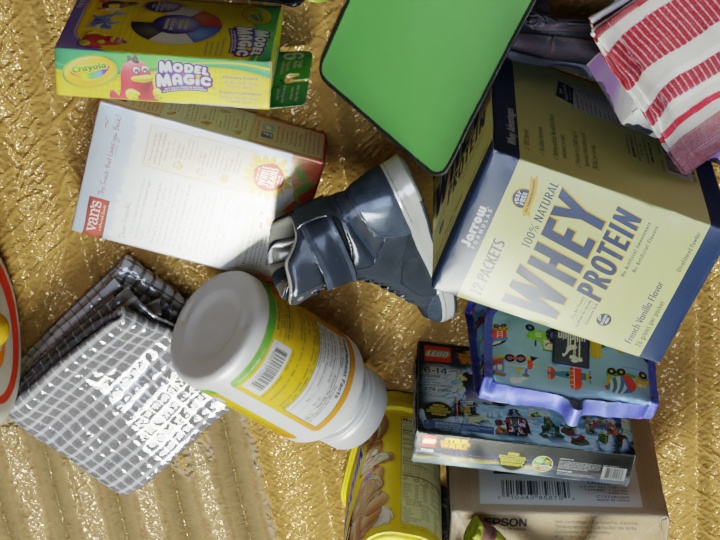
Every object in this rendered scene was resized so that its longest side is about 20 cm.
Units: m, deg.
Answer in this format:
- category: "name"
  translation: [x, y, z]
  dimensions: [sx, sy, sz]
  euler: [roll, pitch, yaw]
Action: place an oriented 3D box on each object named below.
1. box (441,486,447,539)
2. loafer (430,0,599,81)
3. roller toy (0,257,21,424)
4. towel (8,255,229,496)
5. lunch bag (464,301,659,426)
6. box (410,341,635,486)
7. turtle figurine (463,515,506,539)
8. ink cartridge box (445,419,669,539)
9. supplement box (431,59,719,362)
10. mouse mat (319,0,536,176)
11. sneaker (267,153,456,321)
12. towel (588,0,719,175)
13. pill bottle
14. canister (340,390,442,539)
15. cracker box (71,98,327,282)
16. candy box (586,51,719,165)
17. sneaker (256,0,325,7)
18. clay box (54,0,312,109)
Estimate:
- category: "box"
  translation: [0.118, 0.301, 1.534]
  dimensions: [0.110, 0.200, 0.035]
  euler: [21, 121, -10]
- category: "loafer"
  translation: [0.157, -0.199, 1.301]
  dimensions: [0.199, 0.072, 0.063]
  euler: [13, 103, -10]
- category: "roller toy"
  translation: [-0.382, 0.060, 1.408]
  dimensions: [0.139, 0.200, 0.183]
  euler: [-7, 108, 6]
- category: "towel"
  translation: [-0.221, 0.108, 1.493]
  dimensions: [0.165, 0.086, 0.200]
  euler: [40, 116, -21]
- category: "lunch bag"
  translation: [0.175, 0.070, 1.383]
  dimensions: [0.150, 0.200, 0.094]
  euler: [9, 123, -4]
- category: "box"
  translation: [0.148, 0.130, 1.461]
  dimensions: [0.199, 0.137, 0.040]
  euler: [6, 123, -2]
- category: "turtle figurine"
  translation: [0.161, 0.277, 1.401]
  dimensions: [0.161, 0.064, 0.200]
  euler: [27, 124, -5]
- category: "ink cartridge box"
  translation: [0.181, 0.207, 1.491]
  dimensions: [0.199, 0.165, 0.075]
  euler: [1, 121, 1]
- category: "supplement box"
  translation: [0.174, -0.058, 1.302]
  dimensions: [0.199, 0.200, 0.135]
  euler: [18, 120, -8]
- category: "mouse mat"
  translation: [0.052, -0.197, 1.274]
  dimensions: [0.161, 0.008, 0.200]
  euler: [43, 123, 24]
- category: "sneaker"
  translation: [-0.001, -0.001, 1.382]
  dimensions: [0.146, 0.077, 0.203]
  euler: [-27, 138, -2]
- category: "towel"
  translation: [0.263, -0.160, 1.157]
  dimensions: [0.144, 0.023, 0.200]
  euler: [-33, 140, 12]
- category: "pill bottle"
  translation: [-0.068, 0.090, 1.440]
  dimensions: [0.111, 0.111, 0.200]
  euler: [-35, 135, 22]
- category: "canister"
  translation: [0.029, 0.233, 1.493]
  dimensions: [0.086, 0.200, 0.149]
  euler: [11, 122, -5]
- category: "cracker box"
  translation: [-0.142, -0.078, 1.387]
  dimensions: [0.199, 0.058, 0.134]
  euler: [15, 122, -8]
- category: "candy box"
  translation: [0.307, -0.170, 1.249]
  dimensions: [0.200, 0.072, 0.168]
  euler: [16, 129, -43]
- category: "sneaker"
  translation: [-0.118, -0.262, 1.254]
  dimensions: [0.199, 0.083, 0.072]
  euler: [16, 121, -7]
- category: "clay box"
  translation: [-0.140, -0.180, 1.289]
  dimensions: [0.199, 0.115, 0.048]
  euler: [3, 122, 0]
